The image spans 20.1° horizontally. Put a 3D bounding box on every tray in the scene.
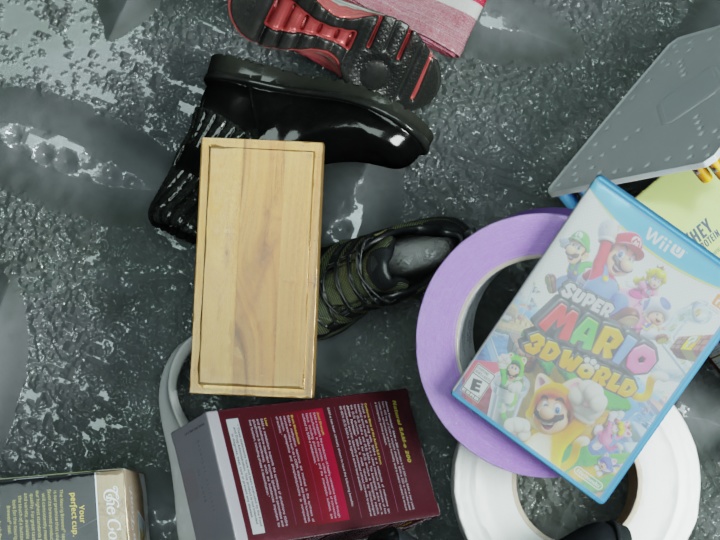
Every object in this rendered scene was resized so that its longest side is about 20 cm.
[{"bbox_3d":[-0.082,-0.002,1.608,0.098,0.037,0.202,2,89,1],"label":"tray"}]

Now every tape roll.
[{"bbox_3d":[0.171,0.170,1.641,0.200,0.071,0.205,0,83,1],"label":"tape roll"},{"bbox_3d":[0.145,0.054,1.559,0.198,0.066,0.202,2,97,14],"label":"tape roll"}]

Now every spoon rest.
[{"bbox_3d":[-0.133,0.144,1.642,0.060,0.099,0.202,6,73,-20],"label":"spoon rest"}]

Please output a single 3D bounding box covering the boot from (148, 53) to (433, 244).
[{"bbox_3d":[-0.057,-0.076,1.667,0.209,0.079,0.159,15,76,13],"label":"boot"}]

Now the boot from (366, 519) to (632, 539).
[{"bbox_3d":[0.088,0.239,1.537,0.167,0.077,0.201,30,115,-20],"label":"boot"}]

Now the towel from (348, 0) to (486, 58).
[{"bbox_3d":[0.062,-0.299,1.726,0.143,0.023,0.201,25,84,3],"label":"towel"}]

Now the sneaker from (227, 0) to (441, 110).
[{"bbox_3d":[-0.020,-0.204,1.690,0.199,0.087,0.074,26,107,-18],"label":"sneaker"}]

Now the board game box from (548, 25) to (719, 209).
[{"bbox_3d":[0.265,-0.129,1.595,0.026,0.199,0.200,50,63,-17],"label":"board game box"}]

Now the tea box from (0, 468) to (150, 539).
[{"bbox_3d":[-0.264,0.264,1.601,0.195,0.134,0.202,-4,83,1],"label":"tea box"}]

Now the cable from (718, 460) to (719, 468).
[{"bbox_3d":[0.390,0.129,1.653,0.200,0.050,0.097,-42,85,-3],"label":"cable"}]

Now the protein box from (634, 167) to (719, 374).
[{"bbox_3d":[0.336,-0.025,1.630,0.198,0.135,0.200,-41,85,-3],"label":"protein box"}]

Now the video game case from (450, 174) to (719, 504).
[{"bbox_3d":[0.178,0.052,1.508,0.143,0.018,0.201,35,102,9],"label":"video game case"}]

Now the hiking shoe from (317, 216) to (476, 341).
[{"bbox_3d":[0.000,0.000,1.648,0.199,0.101,0.076,-24,83,-2],"label":"hiking shoe"}]

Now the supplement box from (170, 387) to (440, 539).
[{"bbox_3d":[-0.041,0.159,1.590,0.199,0.061,0.110,-3,72,-37],"label":"supplement box"}]
